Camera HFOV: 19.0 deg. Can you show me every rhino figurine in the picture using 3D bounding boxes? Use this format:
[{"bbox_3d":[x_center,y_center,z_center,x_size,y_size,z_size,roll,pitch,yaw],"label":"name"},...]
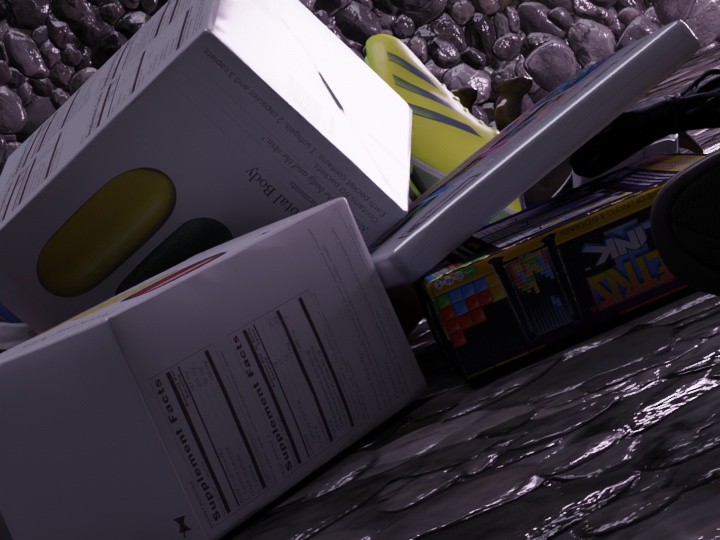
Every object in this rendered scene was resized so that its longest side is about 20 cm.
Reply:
[{"bbox_3d":[0.151,-0.078,1.434,0.200,0.088,0.060,0,-12,-32],"label":"rhino figurine"}]

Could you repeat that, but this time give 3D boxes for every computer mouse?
[{"bbox_3d":[0.165,-0.055,1.313,0.110,0.044,0.200,-23,-15,-12],"label":"computer mouse"}]

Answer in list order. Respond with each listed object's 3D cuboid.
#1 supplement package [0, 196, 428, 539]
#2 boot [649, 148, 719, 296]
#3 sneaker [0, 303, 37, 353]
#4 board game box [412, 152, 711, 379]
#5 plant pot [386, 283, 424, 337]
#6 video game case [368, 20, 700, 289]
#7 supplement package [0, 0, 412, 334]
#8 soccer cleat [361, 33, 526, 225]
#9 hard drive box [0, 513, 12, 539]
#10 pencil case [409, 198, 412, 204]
[{"bbox_3d":[-0.077,0.055,1.019,0.114,0.110,0.200,-21,5,34],"label":"supplement package"},{"bbox_3d":[0.216,-0.044,0.912,0.200,0.073,0.151,-19,6,4],"label":"boot"},{"bbox_3d":[-0.176,0.013,1.330,0.076,0.077,0.200,-7,1,26],"label":"sneaker"},{"bbox_3d":[0.112,-0.007,1.136,0.165,0.057,0.200,-22,4,0],"label":"board game box"},{"bbox_3d":[-0.047,0.031,1.291,0.200,0.027,0.200,-24,22,11],"label":"plant pot"},{"bbox_3d":[0.077,-0.056,1.173,0.200,0.024,0.182,-39,4,-12],"label":"video game case"},{"bbox_3d":[-0.093,-0.048,1.216,0.200,0.152,0.151,-41,18,20],"label":"supplement package"},{"bbox_3d":[0.064,-0.071,1.343,0.084,0.200,0.065,-27,-25,1],"label":"soccer cleat"},{"bbox_3d":[-0.227,0.120,1.261,0.156,0.077,0.200,-24,5,-4],"label":"hard drive box"},{"bbox_3d":[0.000,0.000,1.447,0.200,0.086,0.084,-22,-3,38],"label":"pencil case"}]
